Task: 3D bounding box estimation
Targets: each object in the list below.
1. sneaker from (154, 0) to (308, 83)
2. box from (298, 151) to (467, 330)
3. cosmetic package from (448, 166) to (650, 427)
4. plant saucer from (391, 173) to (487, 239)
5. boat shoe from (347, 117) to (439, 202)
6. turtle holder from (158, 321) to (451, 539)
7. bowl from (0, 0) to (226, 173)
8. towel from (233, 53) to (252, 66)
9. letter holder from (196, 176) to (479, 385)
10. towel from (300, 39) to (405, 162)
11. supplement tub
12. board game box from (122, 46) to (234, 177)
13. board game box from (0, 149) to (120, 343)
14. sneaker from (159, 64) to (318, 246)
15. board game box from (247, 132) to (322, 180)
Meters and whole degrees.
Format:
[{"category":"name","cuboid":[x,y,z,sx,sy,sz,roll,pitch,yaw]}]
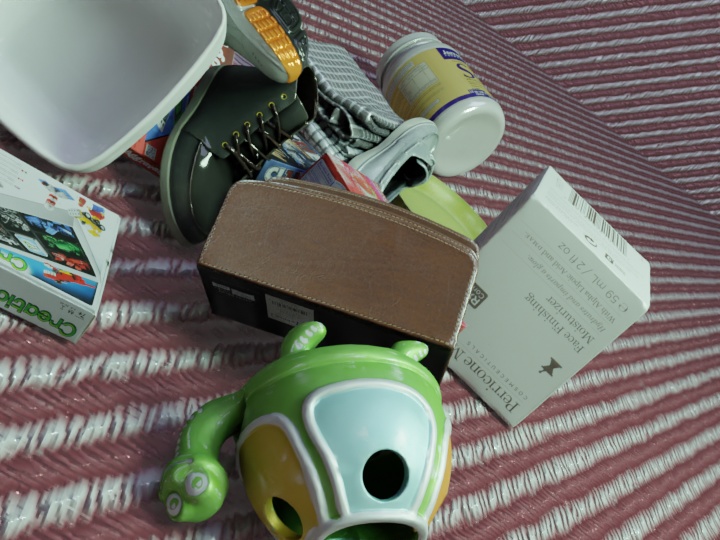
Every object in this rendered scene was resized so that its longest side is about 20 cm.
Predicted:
[{"category":"sneaker","cuboid":[-0.131,-0.234,0.815,0.200,0.092,0.076,49,37,5]},{"category":"box","cuboid":[0.000,0.000,0.859,0.095,0.100,0.201,25,28,-52]},{"category":"cosmetic package","cuboid":[0.185,0.024,0.991,0.165,0.200,0.165,43,24,1]},{"category":"plant saucer","cuboid":[0.110,-0.065,1.227,0.199,0.031,0.201,33,25,-18]},{"category":"boat shoe","cuboid":[0.054,-0.128,1.137,0.071,0.071,0.201,29,42,21]},{"category":"turtle holder","cuboid":[-0.022,0.119,0.596,0.185,0.141,0.133,27,33,-35]},{"category":"bowl","cuboid":[-0.228,-0.195,0.761,0.200,0.200,0.075,44,-6,5]},{"category":"towel","cuboid":[-0.160,-0.284,1.173,0.146,0.030,0.201,35,25,-19]},{"category":"letter holder","cuboid":[-0.007,-0.015,0.721,0.198,0.101,0.143,18,68,6]},{"category":"towel","cuboid":[-0.025,-0.217,1.173,0.166,0.085,0.200,53,19,10]},{"category":"supplement tub","cuboid":[0.121,-0.263,1.425,0.145,0.146,0.201,14,37,-47]},{"category":"board game box","cuboid":[-0.169,-0.177,0.862,0.103,0.019,0.202,34,53,-47]},{"category":"board game box","cuboid":[-0.265,-0.043,0.616,0.199,0.035,0.127,32,26,-24]},{"category":"sneaker","cuboid":[-0.106,-0.113,0.811,0.075,0.105,0.202,58,36,-51]},{"category":"board game box","cuboid":[-0.109,-0.139,0.960,0.135,0.035,0.200,13,26,-49]}]
